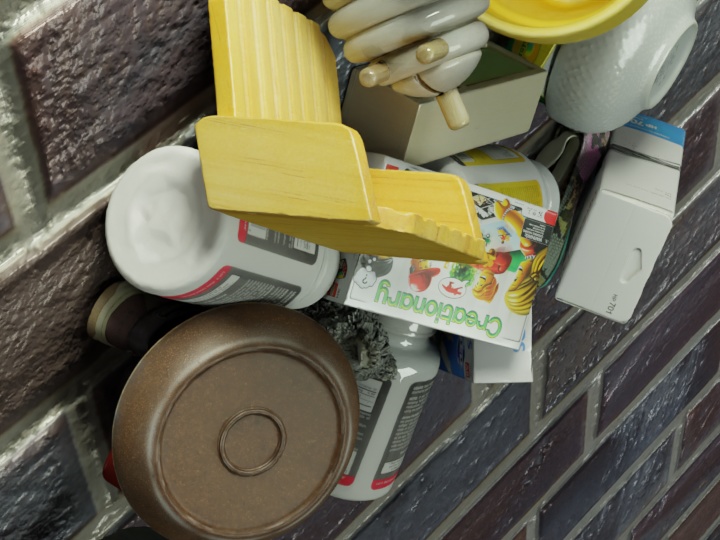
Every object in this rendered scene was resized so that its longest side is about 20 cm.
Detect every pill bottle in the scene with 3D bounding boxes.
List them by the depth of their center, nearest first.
[{"bbox_3d":[-0.096,-0.023,1.295,0.111,0.111,0.200,-61,152,6],"label":"pill bottle"},{"bbox_3d":[0.009,0.104,1.576,0.111,0.111,0.200,-11,127,-54],"label":"pill bottle"},{"bbox_3d":[0.105,-0.062,1.579,0.200,0.112,0.112,-8,125,-55],"label":"pill bottle"}]

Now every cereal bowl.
[{"bbox_3d":[0.264,-0.215,1.614,0.200,0.083,0.200,-51,162,-23],"label":"cereal bowl"}]

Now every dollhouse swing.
[{"bbox_3d":[-0.005,-0.109,1.224,0.200,0.182,0.176,19,78,-61],"label":"dollhouse swing"}]

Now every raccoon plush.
[{"bbox_3d":[0.000,0.000,1.446,0.097,0.134,0.200,2,117,-59],"label":"raccoon plush"}]

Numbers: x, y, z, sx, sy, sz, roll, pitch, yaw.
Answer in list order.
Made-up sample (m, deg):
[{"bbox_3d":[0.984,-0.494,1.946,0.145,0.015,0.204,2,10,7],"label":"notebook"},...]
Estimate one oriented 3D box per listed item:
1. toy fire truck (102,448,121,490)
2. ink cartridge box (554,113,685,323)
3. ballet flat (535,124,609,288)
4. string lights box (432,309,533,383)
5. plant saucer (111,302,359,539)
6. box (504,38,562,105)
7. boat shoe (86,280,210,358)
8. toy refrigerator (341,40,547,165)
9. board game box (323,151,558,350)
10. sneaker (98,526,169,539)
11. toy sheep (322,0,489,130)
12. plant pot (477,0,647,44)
[{"bbox_3d":[-0.112,0.129,1.385,0.168,0.112,0.200,-59,171,-5],"label":"toy fire truck"},{"bbox_3d":[0.278,-0.061,1.794,0.200,0.086,0.147,-64,174,-58],"label":"ink cartridge box"},{"bbox_3d":[0.196,-0.078,1.771,0.071,0.069,0.200,17,100,-43],"label":"ballet flat"},{"bbox_3d":[0.108,0.046,1.593,0.200,0.059,0.103,-169,-101,-78],"label":"string lights box"},{"bbox_3d":[-0.087,0.124,1.272,0.200,0.034,0.200,-7,107,-22],"label":"plant saucer"},{"bbox_3d":[0.208,-0.259,1.601,0.200,0.048,0.117,-58,162,3],"label":"box"},{"bbox_3d":[-0.135,0.050,1.352,0.072,0.065,0.200,-59,152,11],"label":"boat shoe"},{"bbox_3d":[0.075,-0.151,1.480,0.200,0.076,0.070,-20,135,-48],"label":"toy refrigerator"},{"bbox_3d":[0.070,-0.014,1.422,0.200,0.035,0.126,15,91,-37],"label":"board game box"},{"bbox_3d":[-0.204,0.254,1.366,0.086,0.200,0.080,85,9,-67],"label":"sneaker"},{"bbox_3d":[0.035,-0.199,1.276,0.138,0.138,0.200,-26,101,-45],"label":"toy sheep"},{"bbox_3d":[0.169,-0.282,1.394,0.201,0.201,0.189,-63,166,9],"label":"plant pot"}]
